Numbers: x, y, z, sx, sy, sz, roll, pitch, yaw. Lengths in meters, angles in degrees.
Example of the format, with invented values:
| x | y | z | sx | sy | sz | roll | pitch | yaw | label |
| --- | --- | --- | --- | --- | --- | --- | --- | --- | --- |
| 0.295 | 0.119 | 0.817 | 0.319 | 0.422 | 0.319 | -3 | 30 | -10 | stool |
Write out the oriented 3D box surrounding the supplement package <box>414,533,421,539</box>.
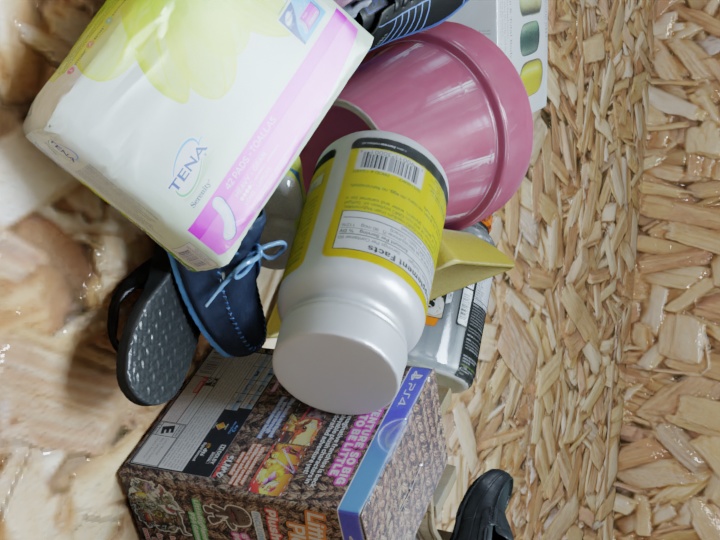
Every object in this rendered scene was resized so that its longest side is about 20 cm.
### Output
| x | y | z | sx | sy | sz | roll | pitch | yaw | label |
| --- | --- | --- | --- | --- | --- | --- | --- | --- | --- |
| -0.016 | 0.254 | 1.127 | 0.122 | 0.118 | 0.202 | 64 | 37 | -55 | supplement package |

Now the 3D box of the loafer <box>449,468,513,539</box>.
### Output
| x | y | z | sx | sy | sz | roll | pitch | yaw | label |
| --- | --- | --- | --- | --- | --- | --- | --- | --- | --- |
| 0.121 | 0.268 | 1.152 | 0.201 | 0.070 | 0.069 | -52 | 145 | -54 | loafer |

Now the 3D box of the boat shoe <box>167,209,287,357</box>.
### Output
| x | y | z | sx | sy | sz | roll | pitch | yaw | label |
| --- | --- | --- | --- | --- | --- | --- | --- | --- | --- |
| -0.100 | -0.029 | 0.846 | 0.084 | 0.068 | 0.202 | -69 | 145 | -59 | boat shoe |

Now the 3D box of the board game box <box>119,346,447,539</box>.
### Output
| x | y | z | sx | sy | sz | roll | pitch | yaw | label |
| --- | --- | --- | --- | --- | --- | --- | --- | --- | --- |
| -0.053 | 0.150 | 0.912 | 0.160 | 0.198 | 0.098 | -57 | 144 | -48 | board game box |

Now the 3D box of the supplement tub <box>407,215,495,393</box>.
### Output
| x | y | z | sx | sy | sz | roll | pitch | yaw | label |
| --- | --- | --- | --- | --- | --- | --- | --- | --- | --- |
| 0.083 | 0.025 | 1.318 | 0.123 | 0.121 | 0.202 | 48 | 51 | -61 | supplement tub |

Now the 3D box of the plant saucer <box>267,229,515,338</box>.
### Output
| x | y | z | sx | sy | sz | roll | pitch | yaw | label |
| --- | --- | --- | --- | --- | --- | --- | --- | --- | --- |
| 0.027 | 0.007 | 1.122 | 0.200 | 0.198 | 0.049 | 2 | 67 | -68 | plant saucer |

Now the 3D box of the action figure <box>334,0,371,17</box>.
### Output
| x | y | z | sx | sy | sz | roll | pitch | yaw | label |
| --- | --- | --- | --- | --- | --- | --- | --- | --- | --- |
| -0.060 | -0.285 | 0.868 | 0.149 | 0.134 | 0.200 | -41 | 134 | 1 | action figure |

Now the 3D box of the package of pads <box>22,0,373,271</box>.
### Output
| x | y | z | sx | sy | sz | roll | pitch | yaw | label |
| --- | --- | --- | --- | --- | --- | --- | --- | --- | --- |
| -0.103 | -0.123 | 0.768 | 0.154 | 0.068 | 0.201 | 39 | 72 | -25 | package of pads |

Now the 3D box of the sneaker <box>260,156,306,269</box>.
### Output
| x | y | z | sx | sy | sz | roll | pitch | yaw | label |
| --- | --- | --- | --- | --- | --- | --- | --- | --- | --- |
| -0.071 | -0.105 | 0.977 | 0.105 | 0.075 | 0.202 | -56 | 143 | -51 | sneaker |

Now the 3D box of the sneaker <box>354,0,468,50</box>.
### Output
| x | y | z | sx | sy | sz | roll | pitch | yaw | label |
| --- | --- | --- | --- | --- | --- | --- | --- | --- | --- |
| 0.031 | -0.240 | 1.048 | 0.071 | 0.199 | 0.078 | 59 | 0 | -1 | sneaker |

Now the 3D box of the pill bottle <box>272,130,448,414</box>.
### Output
| x | y | z | sx | sy | sz | roll | pitch | yaw | label |
| --- | --- | --- | --- | --- | --- | --- | --- | --- | --- |
| 0.000 | 0.000 | 0.905 | 0.115 | 0.113 | 0.202 | 71 | 25 | -45 | pill bottle |

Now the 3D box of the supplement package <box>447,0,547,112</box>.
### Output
| x | y | z | sx | sy | sz | roll | pitch | yaw | label |
| --- | --- | --- | --- | --- | --- | --- | --- | --- | --- |
| 0.107 | -0.240 | 1.282 | 0.200 | 0.149 | 0.154 | -33 | 124 | -63 | supplement package |

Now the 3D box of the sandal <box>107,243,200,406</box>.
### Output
| x | y | z | sx | sy | sz | roll | pitch | yaw | label |
| --- | --- | --- | --- | --- | --- | --- | --- | --- | --- |
| -0.147 | 0.023 | 0.865 | 0.202 | 0.047 | 0.076 | -79 | 155 | -49 | sandal |

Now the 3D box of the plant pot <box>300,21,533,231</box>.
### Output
| x | y | z | sx | sy | sz | roll | pitch | yaw | label |
| --- | --- | --- | --- | --- | --- | --- | --- | --- | --- |
| 0.035 | -0.118 | 1.108 | 0.178 | 0.198 | 0.203 | -27 | 120 | -47 | plant pot |

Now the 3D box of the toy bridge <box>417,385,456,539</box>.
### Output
| x | y | z | sx | sy | sz | roll | pitch | yaw | label |
| --- | --- | --- | --- | --- | --- | --- | --- | --- | --- |
| 0.070 | 0.210 | 1.133 | 0.067 | 0.027 | 0.202 | -53 | 144 | -54 | toy bridge |
